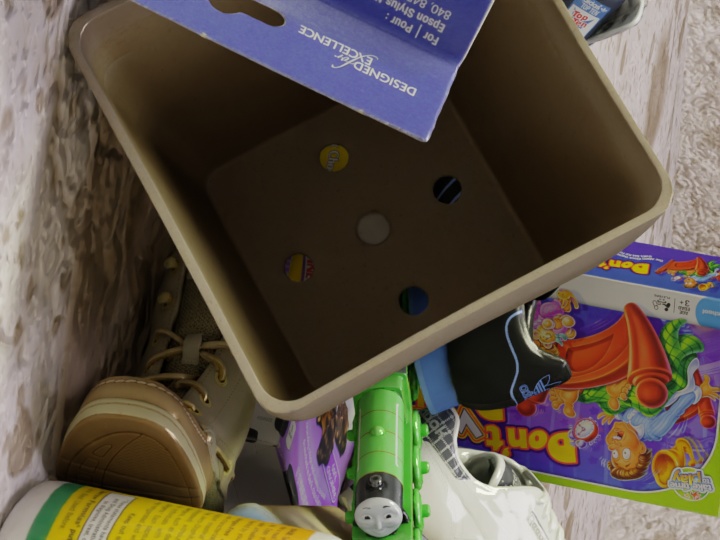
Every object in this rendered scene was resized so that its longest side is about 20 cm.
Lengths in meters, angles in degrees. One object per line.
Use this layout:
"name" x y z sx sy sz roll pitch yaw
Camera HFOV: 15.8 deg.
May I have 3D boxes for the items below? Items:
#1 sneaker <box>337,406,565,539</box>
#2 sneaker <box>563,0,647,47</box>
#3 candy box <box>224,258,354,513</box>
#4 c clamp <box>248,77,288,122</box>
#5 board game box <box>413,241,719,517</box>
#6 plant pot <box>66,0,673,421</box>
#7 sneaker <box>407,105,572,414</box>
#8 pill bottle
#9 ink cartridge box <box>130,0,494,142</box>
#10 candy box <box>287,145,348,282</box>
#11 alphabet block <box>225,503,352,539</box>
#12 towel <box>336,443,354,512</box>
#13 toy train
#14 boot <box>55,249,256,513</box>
"sneaker" 0.079 0.149 1.363 0.200 0.076 0.081 41 86 -33
"sneaker" 0.088 -0.107 1.399 0.108 0.070 0.201 2 -107 61
"candy box" -0.041 0.046 1.471 0.168 0.071 0.201 78 25 -58
"c clamp" 0.011 -0.132 1.337 0.171 0.027 0.200 -44 174 37
"board game box" 0.105 0.046 1.384 0.045 0.199 0.135 -56 152 -55
"plant pot" 0.004 -0.043 1.193 0.200 0.199 0.177 61 -7 15
"sneaker" 0.059 -0.027 1.317 0.070 0.077 0.201 54 28 -73
"pill bottle" -0.062 0.166 1.161 0.113 0.199 0.113 10 90 -78
"ink cartridge box" -0.027 -0.168 1.063 0.200 0.197 0.047 -67 -177 -47
"candy box" 0.000 0.000 1.403 0.200 0.026 0.103 55 43 -69
"alphabet block" -0.022 0.247 1.308 0.197 0.195 0.200 -52 167 3
"towel" 0.007 0.075 1.579 0.132 0.034 0.201 -35 -146 39
"toy train" 0.012 0.073 1.275 0.200 0.041 0.057 -90 174 -54
"boot" -0.087 0.050 1.261 0.200 0.072 0.156 78 25 -65
